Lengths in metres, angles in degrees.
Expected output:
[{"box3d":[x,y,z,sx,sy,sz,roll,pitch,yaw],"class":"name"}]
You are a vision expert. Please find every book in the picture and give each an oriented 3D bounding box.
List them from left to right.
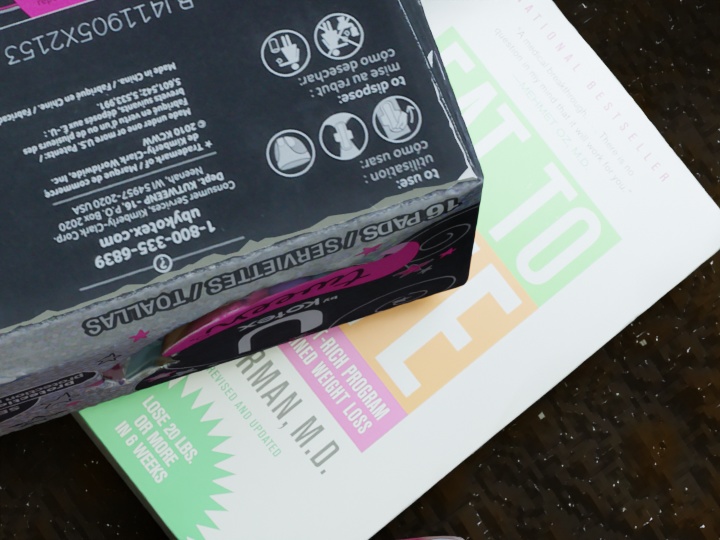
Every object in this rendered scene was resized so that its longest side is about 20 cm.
[{"box3d":[0.000,0.000,0.916,0.200,0.048,0.134,-39,93,-10],"class":"book"}]

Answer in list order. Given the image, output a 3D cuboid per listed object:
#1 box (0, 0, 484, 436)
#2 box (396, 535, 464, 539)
[{"box3d":[-0.079,-0.034,0.835,0.199,0.115,0.133,-18,76,-4],"class":"box"},{"box3d":[-0.037,0.148,0.837,0.199,0.095,0.100,-4,111,-28],"class":"box"}]
